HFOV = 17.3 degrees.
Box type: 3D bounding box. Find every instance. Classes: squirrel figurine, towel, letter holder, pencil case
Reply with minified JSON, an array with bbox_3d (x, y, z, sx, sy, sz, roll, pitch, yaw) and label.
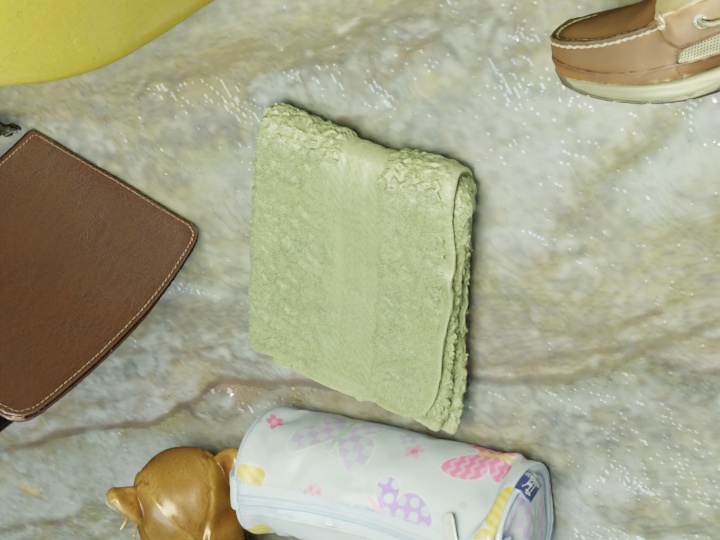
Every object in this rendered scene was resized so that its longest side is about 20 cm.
[{"bbox_3d":[-0.092,0.211,1.524,0.141,0.200,0.188,-13,103,-3],"label":"squirrel figurine"},{"bbox_3d":[0.000,0.000,1.386,0.148,0.037,0.201,20,134,22],"label":"towel"},{"bbox_3d":[-0.203,0.032,1.435,0.142,0.200,0.101,28,136,12],"label":"letter holder"},{"bbox_3d":[0.019,0.142,1.448,0.199,0.091,0.083,12,130,29],"label":"pencil case"}]

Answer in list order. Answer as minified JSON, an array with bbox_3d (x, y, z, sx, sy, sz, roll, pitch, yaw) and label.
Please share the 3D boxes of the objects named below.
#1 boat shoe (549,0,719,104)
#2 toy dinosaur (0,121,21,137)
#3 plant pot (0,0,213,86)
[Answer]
[{"bbox_3d":[0.184,-0.131,1.128,0.199,0.076,0.074,-6,115,29],"label":"boat shoe"},{"bbox_3d":[-0.260,-0.120,1.467,0.199,0.047,0.089,-3,108,37],"label":"toy dinosaur"},{"bbox_3d":[-0.206,-0.200,1.248,0.193,0.200,0.196,13,132,26],"label":"plant pot"}]
